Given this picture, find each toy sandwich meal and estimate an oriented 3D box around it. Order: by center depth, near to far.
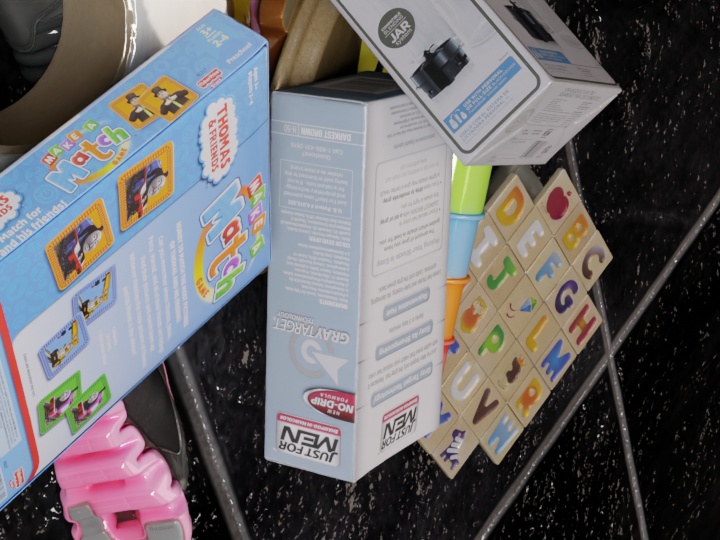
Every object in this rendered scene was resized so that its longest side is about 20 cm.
[{"bbox_3d":[-0.053,-0.096,0.870,0.205,0.070,0.205,16,90,-84],"label":"toy sandwich meal"}]

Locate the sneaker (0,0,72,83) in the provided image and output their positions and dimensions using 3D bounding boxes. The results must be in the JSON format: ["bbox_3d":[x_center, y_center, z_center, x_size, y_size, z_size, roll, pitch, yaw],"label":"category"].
[{"bbox_3d":[-0.115,-0.159,0.778,0.200,0.071,0.099,-37,126,-41],"label":"sneaker"}]

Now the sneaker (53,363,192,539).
[{"bbox_3d":[-0.134,0.056,0.791,0.095,0.079,0.200,-72,152,-57],"label":"sneaker"}]

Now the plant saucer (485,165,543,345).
[{"bbox_3d":[0.106,0.018,1.091,0.200,0.050,0.200,16,90,-75],"label":"plant saucer"}]

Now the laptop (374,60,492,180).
[{"bbox_3d":[0.027,-0.027,0.940,0.200,0.103,0.177,33,70,-37],"label":"laptop"}]

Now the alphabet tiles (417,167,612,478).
[{"bbox_3d":[0.097,0.036,1.016,0.200,0.006,0.166,-52,134,-17],"label":"alphabet tiles"}]

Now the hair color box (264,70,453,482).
[{"bbox_3d":[0.000,0.000,0.812,0.099,0.061,0.200,-23,118,-56],"label":"hair color box"}]

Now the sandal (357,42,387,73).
[{"bbox_3d":[0.054,-0.216,1.005,0.079,0.087,0.200,15,80,-54],"label":"sandal"}]

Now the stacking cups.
[{"bbox_3d":[0.049,-0.018,0.906,0.061,0.060,0.200,-8,109,-56],"label":"stacking cups"}]

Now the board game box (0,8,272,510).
[{"bbox_3d":[-0.114,0.003,0.639,0.200,0.037,0.151,-43,155,-29],"label":"board game box"}]

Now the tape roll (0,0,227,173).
[{"bbox_3d":[-0.159,-0.108,0.654,0.202,0.071,0.203,-12,111,-33],"label":"tape roll"}]

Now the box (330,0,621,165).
[{"bbox_3d":[0.035,-0.147,0.782,0.200,0.060,0.117,52,24,15],"label":"box"}]
